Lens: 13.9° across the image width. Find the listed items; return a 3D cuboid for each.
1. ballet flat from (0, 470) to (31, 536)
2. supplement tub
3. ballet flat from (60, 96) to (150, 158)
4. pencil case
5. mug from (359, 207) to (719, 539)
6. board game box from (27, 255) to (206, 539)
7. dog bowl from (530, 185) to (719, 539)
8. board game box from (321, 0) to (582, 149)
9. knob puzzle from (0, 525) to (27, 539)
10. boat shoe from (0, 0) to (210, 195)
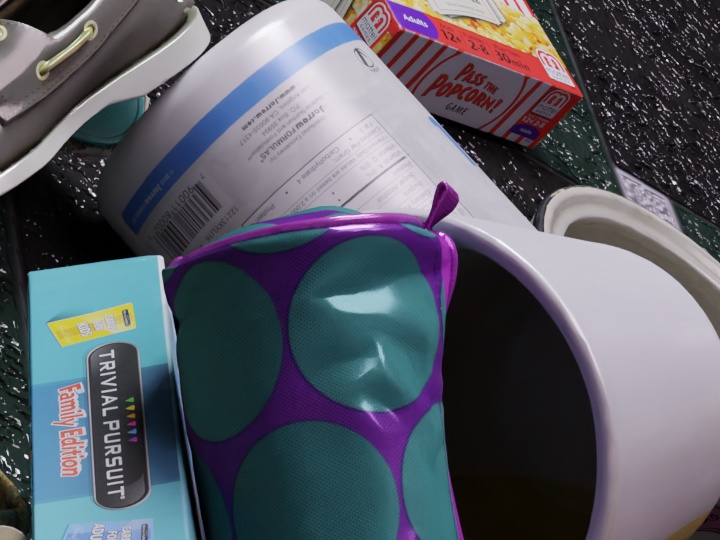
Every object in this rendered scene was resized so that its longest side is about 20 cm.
[{"bbox_3d":[-0.176,0.027,0.973,0.200,0.071,0.071,51,26,15],"label":"ballet flat"},{"bbox_3d":[0.000,0.000,1.205,0.200,0.132,0.132,48,25,6],"label":"supplement tub"},{"bbox_3d":[-0.173,-0.115,1.198,0.200,0.064,0.076,39,69,-17],"label":"ballet flat"},{"bbox_3d":[0.001,0.081,0.858,0.085,0.092,0.201,19,60,-81],"label":"pencil case"},{"bbox_3d":[0.039,0.064,0.973,0.149,0.187,0.153,46,25,20],"label":"mug"},{"bbox_3d":[-0.066,0.111,0.898,0.200,0.047,0.152,-103,-175,-59],"label":"board game box"},{"bbox_3d":[0.136,0.057,1.390,0.200,0.074,0.200,35,27,-21],"label":"dog bowl"},{"bbox_3d":[0.018,-0.166,1.585,0.151,0.046,0.200,15,37,-47],"label":"board game box"},{"bbox_3d":[-0.136,0.142,0.772,0.219,0.030,0.221,2,87,-52],"label":"knob puzzle"},{"bbox_3d":[-0.136,-0.073,1.117,0.202,0.072,0.061,-41,120,-43],"label":"boat shoe"}]
